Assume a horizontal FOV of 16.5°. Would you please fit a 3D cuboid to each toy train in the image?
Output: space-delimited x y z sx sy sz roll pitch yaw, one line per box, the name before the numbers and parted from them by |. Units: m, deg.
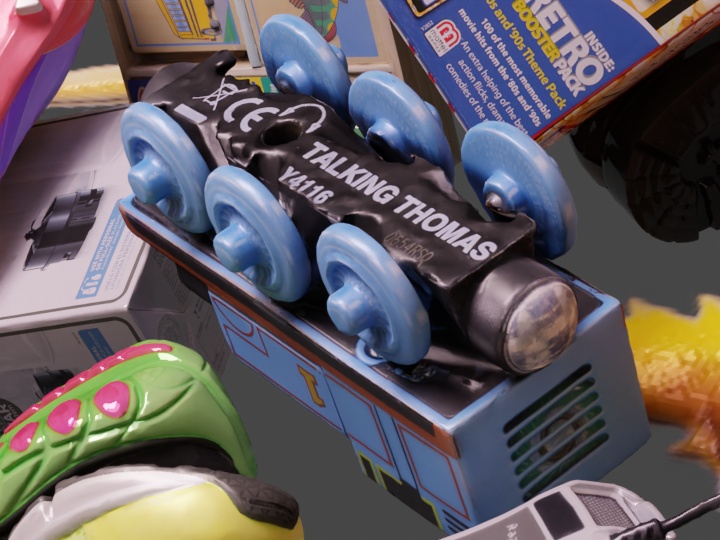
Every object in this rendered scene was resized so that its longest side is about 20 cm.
toy train | 0.000 0.000 0.769 0.087 0.115 0.200 -34 40 -23

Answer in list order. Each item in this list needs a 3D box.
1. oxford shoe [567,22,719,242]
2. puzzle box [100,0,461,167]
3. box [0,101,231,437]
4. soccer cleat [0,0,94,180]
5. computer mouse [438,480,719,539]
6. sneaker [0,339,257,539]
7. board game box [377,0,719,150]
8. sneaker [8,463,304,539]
oxford shoe | 0.149 -0.099 0.825 0.200 0.073 0.084 -34 35 -5
puzzle box | -0.045 -0.125 0.884 0.133 0.201 0.025 2 28 37
box | -0.139 0.007 0.908 0.199 0.060 0.117 -8 42 28
soccer cleat | -0.149 -0.040 0.877 0.066 0.077 0.201 21 73 12
computer mouse | 0.055 0.095 0.682 0.199 0.044 0.110 -25 33 17
sneaker | -0.110 0.098 0.769 0.200 0.084 0.077 -31 10 31
board game box | 0.082 -0.148 0.761 0.200 0.152 0.046 -35 -4 15
sneaker | -0.080 0.132 0.695 0.200 0.078 0.091 -45 39 30
